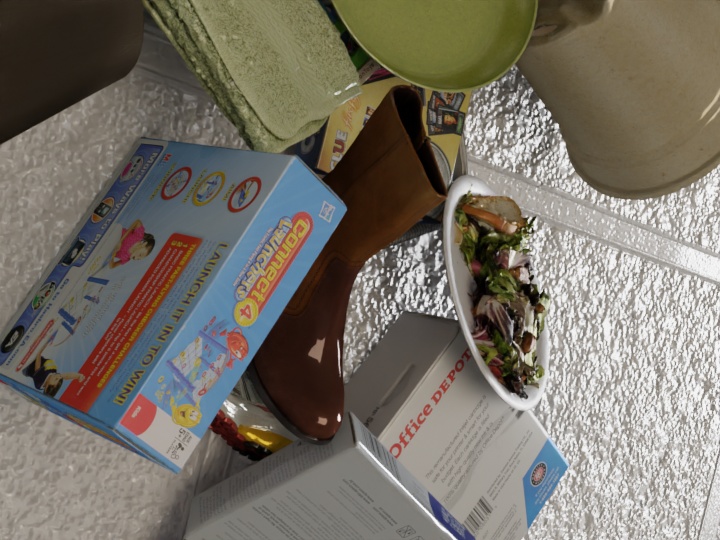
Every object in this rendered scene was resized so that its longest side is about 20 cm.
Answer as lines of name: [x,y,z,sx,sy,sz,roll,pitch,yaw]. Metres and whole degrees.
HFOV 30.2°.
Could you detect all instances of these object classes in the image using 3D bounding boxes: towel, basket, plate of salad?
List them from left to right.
basket: [-0.242,-0.142,0.796,0.199,0.136,0.181,-24,101,-37]
towel: [-0.081,-0.180,0.893,0.200,0.036,0.148,56,36,-10]
plate of salad: [0.123,0.015,1.099,0.200,0.048,0.201,42,40,-48]

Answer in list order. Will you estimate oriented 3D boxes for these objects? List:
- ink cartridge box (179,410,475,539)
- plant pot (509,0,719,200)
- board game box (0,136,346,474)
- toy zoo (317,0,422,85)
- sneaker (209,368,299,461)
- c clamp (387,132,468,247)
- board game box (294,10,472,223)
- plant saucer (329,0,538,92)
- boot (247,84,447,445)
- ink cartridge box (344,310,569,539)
ink cartridge box: [-0.036,0.217,1.033,0.199,0.041,0.200,-30,129,13]
plant pot: [0.207,-0.189,1.099,0.183,0.200,0.201,34,76,-40]
board game box: [-0.133,0.012,0.866,0.056,0.195,0.201,44,71,-35]
toy zoo: [-0.059,-0.216,0.970,0.131,0.020,0.200,-46,106,-20]
sneaker: [-0.094,0.081,0.997,0.200,0.078,0.082,41,65,-44]
c clamp: [0.038,-0.054,1.101,0.199,0.027,0.172,-13,106,-37]
board game box: [0.029,-0.153,1.056,0.135,0.035,0.201,21,78,-37]
plant saucer: [0.046,-0.227,0.996,0.199,0.031,0.201,7,77,-32]
boot: [0.000,0.000,0.927,0.068,0.200,0.189,19,47,-33]
ink cartridge box: [0.070,0.153,1.126,0.146,0.084,0.200,-51,124,-21]
